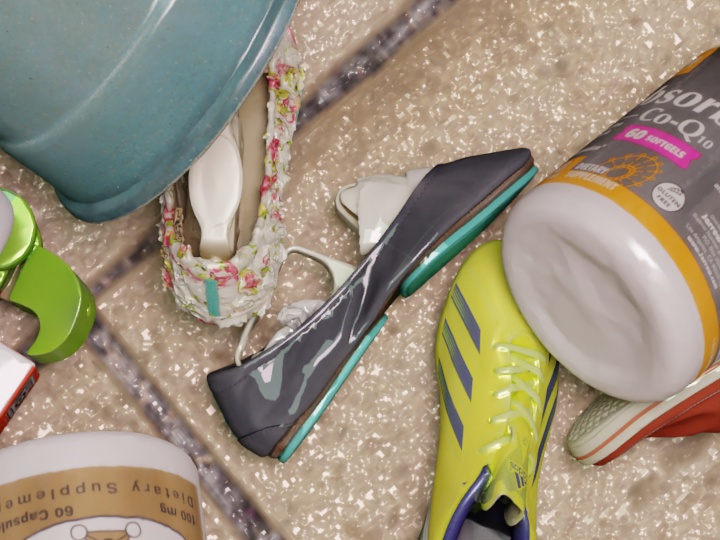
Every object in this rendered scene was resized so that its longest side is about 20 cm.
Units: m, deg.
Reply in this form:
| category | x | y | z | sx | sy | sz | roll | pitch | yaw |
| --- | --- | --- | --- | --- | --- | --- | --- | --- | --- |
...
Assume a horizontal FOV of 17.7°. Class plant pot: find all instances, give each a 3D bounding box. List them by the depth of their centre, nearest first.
| category | x | y | z | sx | sy | sz | roll | pitch | yaw |
| --- | --- | --- | --- | --- | --- | --- | --- | --- | --- |
| plant pot | -0.152 | -0.156 | 1.009 | 0.196 | 0.200 | 0.201 | 31 | 79 | -28 |

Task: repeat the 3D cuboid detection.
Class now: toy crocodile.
| category | x | y | z | sx | sy | sz | roll | pitch | yaw |
| --- | --- | --- | --- | --- | --- | --- | --- | --- | --- |
| toy crocodile | -0.211 | -0.025 | 1.087 | 0.199 | 0.068 | 0.062 | 29 | 81 | -2 |

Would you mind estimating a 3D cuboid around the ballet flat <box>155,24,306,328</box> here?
| category | x | y | z | sx | sy | sz | roll | pitch | yaw |
| --- | --- | --- | --- | --- | --- | --- | --- | --- | --- |
| ballet flat | -0.063 | -0.072 | 1.090 | 0.075 | 0.064 | 0.201 | -5 | 69 | 1 |

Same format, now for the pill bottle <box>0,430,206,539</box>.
| category | x | y | z | sx | sy | sz | roll | pitch | yaw |
| --- | --- | --- | --- | --- | --- | --- | --- | --- | --- |
| pill bottle | -0.117 | 0.182 | 1.019 | 0.114 | 0.114 | 0.201 | -6 | 64 | -7 |

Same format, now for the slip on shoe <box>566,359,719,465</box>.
| category | x | y | z | sx | sy | sz | roll | pitch | yaw |
| --- | --- | --- | --- | --- | --- | --- | --- | --- | --- |
| slip on shoe | 0.194 | 0.054 | 1.121 | 0.199 | 0.074 | 0.061 | -22 | 92 | -12 |

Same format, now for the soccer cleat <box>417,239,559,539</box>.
| category | x | y | z | sx | sy | sz | roll | pitch | yaw |
| --- | --- | --- | --- | --- | --- | --- | --- | --- | --- |
| soccer cleat | 0.066 | 0.084 | 1.092 | 0.064 | 0.084 | 0.201 | 10 | 82 | -11 |

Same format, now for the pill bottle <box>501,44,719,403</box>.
| category | x | y | z | sx | sy | sz | roll | pitch | yaw |
| --- | --- | --- | --- | --- | --- | --- | --- | --- | --- |
| pill bottle | 0.169 | -0.037 | 1.087 | 0.200 | 0.116 | 0.117 | -39 | 88 | -29 |

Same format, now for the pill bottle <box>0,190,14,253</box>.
| category | x | y | z | sx | sy | sz | roll | pitch | yaw |
| --- | --- | --- | --- | --- | --- | --- | --- | --- | --- |
| pill bottle | -0.254 | -0.045 | 0.981 | 0.200 | 0.111 | 0.111 | 39 | 80 | -16 |

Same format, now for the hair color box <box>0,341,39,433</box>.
| category | x | y | z | sx | sy | sz | roll | pitch | yaw |
| --- | --- | --- | --- | --- | --- | --- | --- | --- | --- |
| hair color box | -0.245 | 0.102 | 1.070 | 0.101 | 0.061 | 0.200 | 32 | 79 | 0 |

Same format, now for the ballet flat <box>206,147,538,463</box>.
| category | x | y | z | sx | sy | sz | roll | pitch | yaw |
| --- | --- | --- | --- | --- | --- | --- | --- | --- | --- |
| ballet flat | 0.000 | 0.000 | 1.108 | 0.073 | 0.073 | 0.200 | 42 | 82 | 1 |
